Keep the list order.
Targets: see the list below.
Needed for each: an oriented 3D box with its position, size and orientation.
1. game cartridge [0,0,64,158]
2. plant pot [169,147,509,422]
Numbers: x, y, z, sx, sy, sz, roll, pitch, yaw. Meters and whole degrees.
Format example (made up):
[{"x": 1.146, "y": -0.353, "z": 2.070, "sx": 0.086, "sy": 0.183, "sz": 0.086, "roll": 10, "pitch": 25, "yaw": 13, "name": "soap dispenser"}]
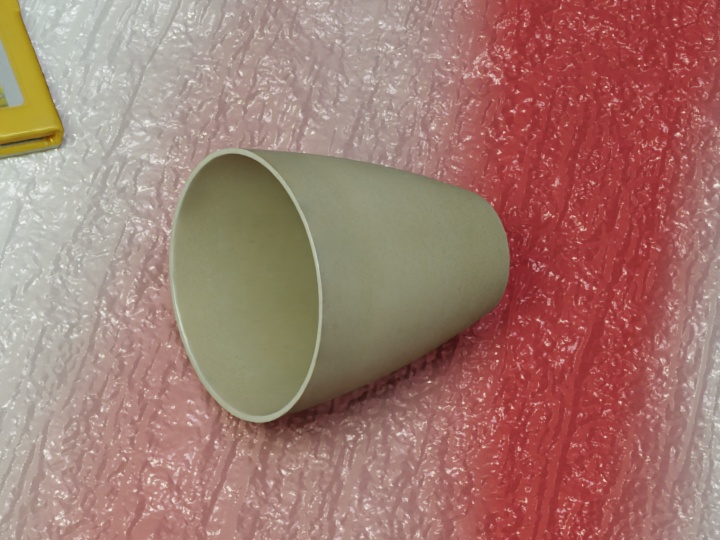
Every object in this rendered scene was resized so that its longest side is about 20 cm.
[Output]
[{"x": -0.332, "y": -0.161, "z": 1.712, "sx": 0.176, "sy": 0.032, "sz": 0.200, "roll": -12, "pitch": 61, "yaw": -21, "name": "game cartridge"}, {"x": 0.000, "y": 0.000, "z": 1.610, "sx": 0.200, "sy": 0.187, "sz": 0.187, "roll": -7, "pitch": 57, "yaw": -35, "name": "plant pot"}]
